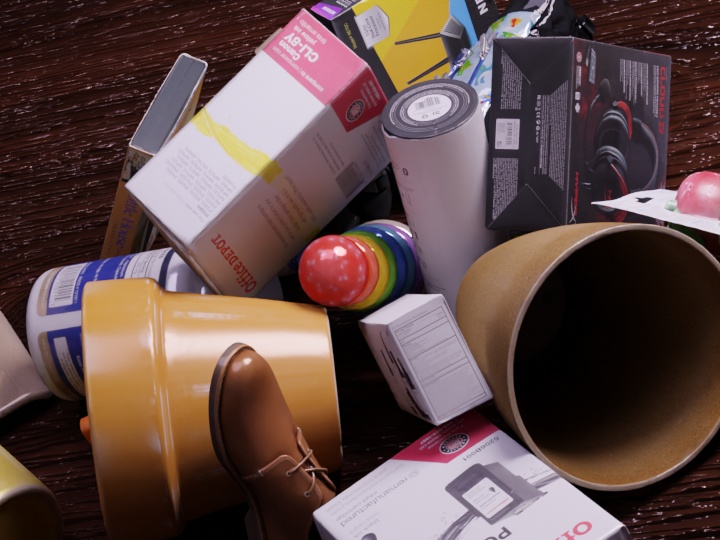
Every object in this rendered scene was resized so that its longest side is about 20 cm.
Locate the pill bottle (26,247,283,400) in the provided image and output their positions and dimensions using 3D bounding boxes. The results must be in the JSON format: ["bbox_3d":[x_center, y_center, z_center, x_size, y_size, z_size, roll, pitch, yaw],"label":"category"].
[{"bbox_3d":[-0.171,0.041,1.769,0.198,0.116,0.116,-9,35,21],"label":"pill bottle"}]

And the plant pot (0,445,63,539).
[{"bbox_3d":[-0.339,0.189,1.611,0.188,0.202,0.201,22,52,30],"label":"plant pot"}]

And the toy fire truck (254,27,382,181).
[{"bbox_3d":[-0.081,-0.126,1.833,0.175,0.130,0.200,-23,13,2],"label":"toy fire truck"}]

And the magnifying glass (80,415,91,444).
[{"bbox_3d":[-0.143,0.100,1.719,0.199,0.080,0.022,-23,26,20],"label":"magnifying glass"}]

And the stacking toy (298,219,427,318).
[{"bbox_3d":[0.000,0.000,1.661,0.085,0.086,0.200,-16,-4,12],"label":"stacking toy"}]

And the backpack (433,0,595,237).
[{"bbox_3d":[0.127,-0.113,1.785,0.153,0.164,0.201,-12,40,33],"label":"backpack"}]

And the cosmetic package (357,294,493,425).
[{"bbox_3d":[0.044,0.064,1.552,0.050,0.083,0.200,-25,1,-5],"label":"cosmetic package"}]

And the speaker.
[{"bbox_3d":[0.074,-0.047,1.663,0.080,0.201,0.082,-11,36,8],"label":"speaker"}]

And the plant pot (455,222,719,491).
[{"bbox_3d":[0.151,0.045,1.535,0.186,0.187,0.200,-32,19,-13],"label":"plant pot"}]

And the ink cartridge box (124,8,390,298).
[{"bbox_3d":[-0.072,-0.083,1.644,0.200,0.145,0.083,-45,66,-6],"label":"ink cartridge box"}]

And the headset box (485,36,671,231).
[{"bbox_3d":[0.180,-0.104,1.667,0.074,0.150,0.199,4,1,33],"label":"headset box"}]

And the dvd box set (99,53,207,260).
[{"bbox_3d":[-0.192,-0.077,1.892,0.029,0.201,0.147,21,41,0],"label":"dvd box set"}]

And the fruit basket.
[{"bbox_3d":[0.289,-0.026,1.553,0.198,0.095,0.185,9,9,22],"label":"fruit basket"}]

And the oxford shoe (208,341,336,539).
[{"bbox_3d":[-0.053,0.135,1.488,0.071,0.201,0.071,9,42,35],"label":"oxford shoe"}]

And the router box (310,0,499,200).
[{"bbox_3d":[0.061,-0.179,1.858,0.149,0.201,0.051,-32,30,-12],"label":"router box"}]

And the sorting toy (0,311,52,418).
[{"bbox_3d":[-0.387,0.118,1.875,0.199,0.037,0.185,-27,33,-13],"label":"sorting toy"}]

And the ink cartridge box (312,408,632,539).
[{"bbox_3d":[0.082,0.196,1.421,0.145,0.084,0.200,-33,33,-15],"label":"ink cartridge box"}]

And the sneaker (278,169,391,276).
[{"bbox_3d":[-0.017,-0.079,1.877,0.110,0.077,0.201,-11,36,23],"label":"sneaker"}]

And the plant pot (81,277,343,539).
[{"bbox_3d":[-0.109,0.099,1.601,0.181,0.202,0.201,-7,33,-3],"label":"plant pot"}]
